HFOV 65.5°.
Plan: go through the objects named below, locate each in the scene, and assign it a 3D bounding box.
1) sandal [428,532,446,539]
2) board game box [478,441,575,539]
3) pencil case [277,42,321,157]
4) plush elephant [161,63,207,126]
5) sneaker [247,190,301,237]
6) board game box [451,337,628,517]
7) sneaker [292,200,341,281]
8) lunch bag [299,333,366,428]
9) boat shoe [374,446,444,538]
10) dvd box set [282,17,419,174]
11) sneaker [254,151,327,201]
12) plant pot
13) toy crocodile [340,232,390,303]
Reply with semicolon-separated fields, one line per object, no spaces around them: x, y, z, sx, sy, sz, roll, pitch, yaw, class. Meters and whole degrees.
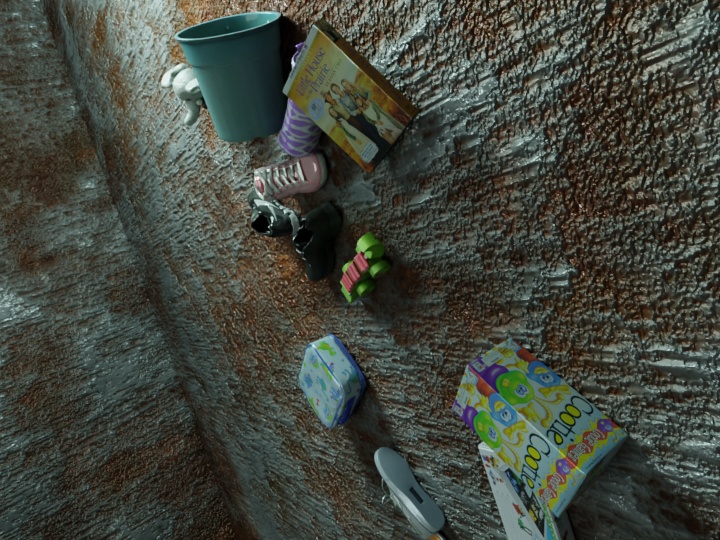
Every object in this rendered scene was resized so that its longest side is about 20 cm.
0.158;0.654;1.209;0.079;0.059;0.210;17;123;52;sandal
0.269;0.376;0.895;0.126;0.034;0.203;-9;101;59;board game box
-0.101;-0.298;1.002;0.085;0.084;0.201;44;143;16;pencil case
-0.348;-0.393;1.252;0.164;0.153;0.203;29;132;45;plush elephant
-0.222;-0.130;1.283;0.199;0.090;0.067;37;137;40;sneaker
0.239;0.208;0.774;0.200;0.104;0.104;43;140;34;board game box
-0.101;-0.051;1.148;0.076;0.090;0.202;43;142;30;sneaker
-0.067;0.260;1.291;0.161;0.082;0.202;50;144;28;lunch bag
0.089;0.478;1.191;0.202;0.074;0.087;46;126;21;boat shoe
-0.020;-0.265;0.874;0.200;0.029;0.146;43;142;-3;dvd box set
-0.150;-0.184;1.131;0.199;0.104;0.077;-5;103;56;sneaker
-0.228;-0.367;1.072;0.199;0.199;0.199;31;141;44;plant pot
0.000;0.000;1.052;0.068;0.061;0.201;57;147;17;toy crocodile
